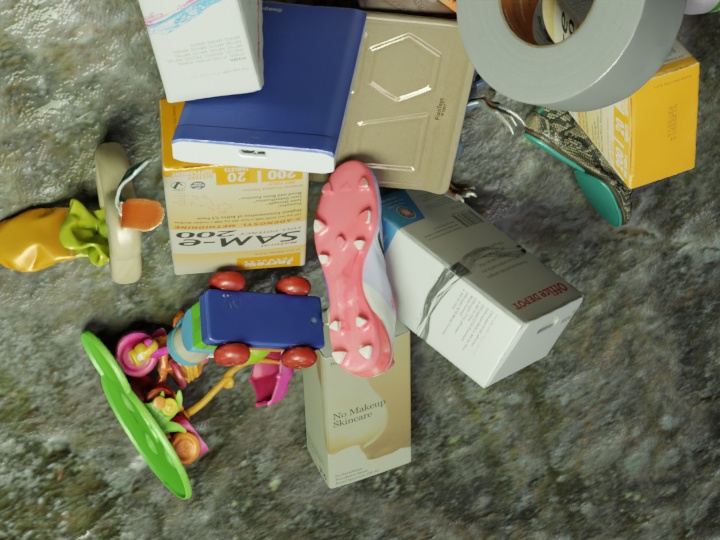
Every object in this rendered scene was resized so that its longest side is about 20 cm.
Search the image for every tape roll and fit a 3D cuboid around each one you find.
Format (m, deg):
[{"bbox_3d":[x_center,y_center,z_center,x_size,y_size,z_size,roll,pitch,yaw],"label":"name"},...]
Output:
[{"bbox_3d":[0.179,-0.238,1.508,0.066,0.200,0.201,5,125,-48],"label":"tape roll"}]

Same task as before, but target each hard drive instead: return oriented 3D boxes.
[{"bbox_3d":[-0.073,-0.158,1.474,0.131,0.200,0.025,5,132,6],"label":"hard drive"}]

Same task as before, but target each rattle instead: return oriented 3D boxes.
[{"bbox_3d":[-0.247,-0.048,1.513,0.142,0.200,0.131,9,96,-10],"label":"rattle"}]

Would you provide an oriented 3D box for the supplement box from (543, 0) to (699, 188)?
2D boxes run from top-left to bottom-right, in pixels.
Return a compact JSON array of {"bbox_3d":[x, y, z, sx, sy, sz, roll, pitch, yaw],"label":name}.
[{"bbox_3d":[0.238,-0.190,1.654,0.073,0.200,0.126,-18,133,-11],"label":"supplement box"}]

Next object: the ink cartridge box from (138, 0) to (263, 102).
[{"bbox_3d":[-0.136,-0.258,1.413,0.085,0.148,0.200,-7,134,3],"label":"ink cartridge box"}]

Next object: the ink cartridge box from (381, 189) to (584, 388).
[{"bbox_3d":[0.096,0.010,1.715,0.145,0.200,0.084,-20,144,-57],"label":"ink cartridge box"}]

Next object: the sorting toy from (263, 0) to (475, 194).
[{"bbox_3d":[-0.003,-0.160,1.622,0.199,0.037,0.186,7,127,-5],"label":"sorting toy"}]

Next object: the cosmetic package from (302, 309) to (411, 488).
[{"bbox_3d":[-0.003,0.130,1.882,0.105,0.071,0.201,-18,134,-15],"label":"cosmetic package"}]

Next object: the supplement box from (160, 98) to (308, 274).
[{"bbox_3d":[-0.111,-0.075,1.569,0.125,0.074,0.200,-4,154,-4],"label":"supplement box"}]

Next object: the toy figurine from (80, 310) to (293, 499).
[{"bbox_3d":[-0.154,0.095,1.754,0.184,0.150,0.201,-35,113,-18],"label":"toy figurine"}]

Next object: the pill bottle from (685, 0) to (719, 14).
[{"bbox_3d":[0.347,-0.304,1.683,0.199,0.111,0.111,-11,131,-22],"label":"pill bottle"}]

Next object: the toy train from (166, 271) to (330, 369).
[{"bbox_3d":[-0.078,0.060,1.681,0.199,0.085,0.116,4,162,-31],"label":"toy train"}]

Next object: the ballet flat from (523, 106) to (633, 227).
[{"bbox_3d":[0.242,-0.120,1.821,0.075,0.068,0.200,-53,133,-3],"label":"ballet flat"}]

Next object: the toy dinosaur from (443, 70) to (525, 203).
[{"bbox_3d":[0.087,-0.161,1.675,0.199,0.105,0.182,-7,117,-14],"label":"toy dinosaur"}]

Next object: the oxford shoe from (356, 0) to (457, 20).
[{"bbox_3d":[0.036,-0.261,1.586,0.200,0.072,0.073,26,132,-38],"label":"oxford shoe"}]

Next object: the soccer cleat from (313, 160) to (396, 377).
[{"bbox_3d":[0.000,0.000,1.639,0.066,0.201,0.076,-8,169,23],"label":"soccer cleat"}]
